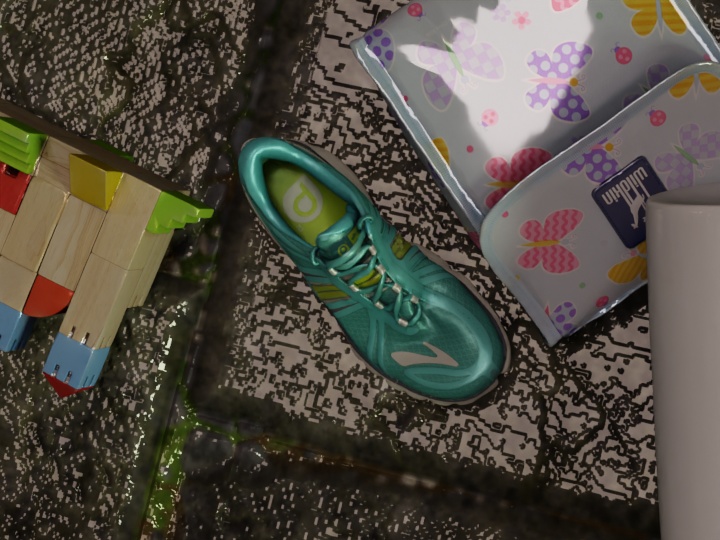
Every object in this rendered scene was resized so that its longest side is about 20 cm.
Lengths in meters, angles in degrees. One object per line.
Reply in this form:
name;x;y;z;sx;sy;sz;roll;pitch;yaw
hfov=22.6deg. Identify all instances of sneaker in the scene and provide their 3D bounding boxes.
sneaker;0.000;0.000;1.020;0.200;0.080;0.078;43;91;13

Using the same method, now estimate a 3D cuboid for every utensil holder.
utensil holder;0.227;0.058;0.899;0.169;0.170;0.201;-3;97;10

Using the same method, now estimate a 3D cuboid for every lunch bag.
lunch bag;0.117;-0.084;0.990;0.169;0.127;0.200;-32;90;5

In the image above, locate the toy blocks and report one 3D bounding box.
toy blocks;-0.198;-0.016;1.062;0.199;0.100;0.137;26;98;13
